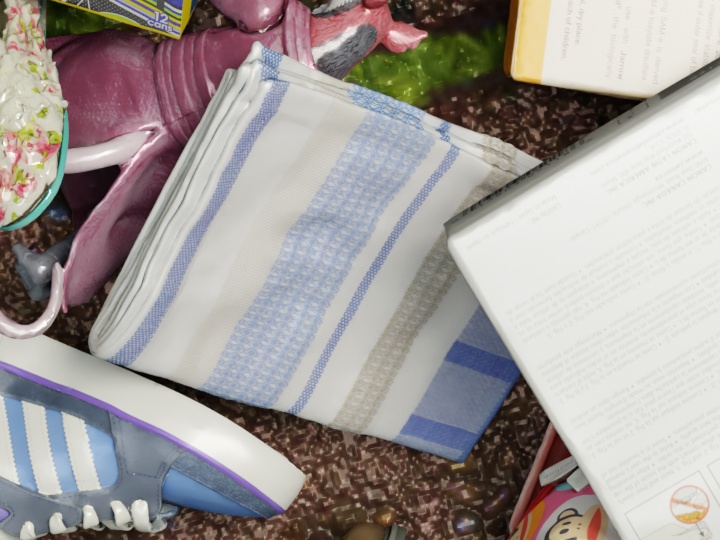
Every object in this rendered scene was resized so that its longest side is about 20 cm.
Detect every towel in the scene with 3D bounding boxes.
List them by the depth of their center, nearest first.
[{"bbox_3d":[0.000,0.000,1.160,0.199,0.024,0.147,19,111,-34],"label":"towel"}]

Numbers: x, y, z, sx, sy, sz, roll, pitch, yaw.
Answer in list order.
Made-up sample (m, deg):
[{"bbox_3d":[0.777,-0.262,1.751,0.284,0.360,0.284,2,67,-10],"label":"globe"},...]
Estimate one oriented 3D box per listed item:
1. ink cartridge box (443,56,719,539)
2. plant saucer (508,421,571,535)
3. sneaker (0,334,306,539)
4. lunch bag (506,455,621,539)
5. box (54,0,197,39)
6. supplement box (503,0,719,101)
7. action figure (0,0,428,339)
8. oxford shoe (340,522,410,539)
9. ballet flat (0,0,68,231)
[{"bbox_3d":[0.149,0.028,1.094,0.162,0.050,0.201,-30,99,7],"label":"ink cartridge box"},{"bbox_3d":[0.188,0.058,1.212,0.198,0.037,0.201,21,97,0],"label":"plant saucer"},{"bbox_3d":[-0.139,0.107,1.194,0.199,0.081,0.147,23,83,6],"label":"sneaker"},{"bbox_3d":[0.144,0.164,1.167,0.199,0.082,0.177,26,128,-3],"label":"lunch bag"},{"bbox_3d":[-0.152,-0.162,1.117,0.199,0.070,0.065,18,50,6],"label":"box"},{"bbox_3d":[0.161,-0.100,1.160,0.198,0.126,0.074,7,95,1],"label":"supplement box"},{"bbox_3d":[-0.069,-0.075,1.157,0.199,0.149,0.135,-23,98,23],"label":"action figure"},{"bbox_3d":[-0.052,0.181,1.213,0.084,0.073,0.200,37,94,0],"label":"oxford shoe"},{"bbox_3d":[-0.160,-0.089,1.137,0.076,0.201,0.064,-38,123,15],"label":"ballet flat"}]
